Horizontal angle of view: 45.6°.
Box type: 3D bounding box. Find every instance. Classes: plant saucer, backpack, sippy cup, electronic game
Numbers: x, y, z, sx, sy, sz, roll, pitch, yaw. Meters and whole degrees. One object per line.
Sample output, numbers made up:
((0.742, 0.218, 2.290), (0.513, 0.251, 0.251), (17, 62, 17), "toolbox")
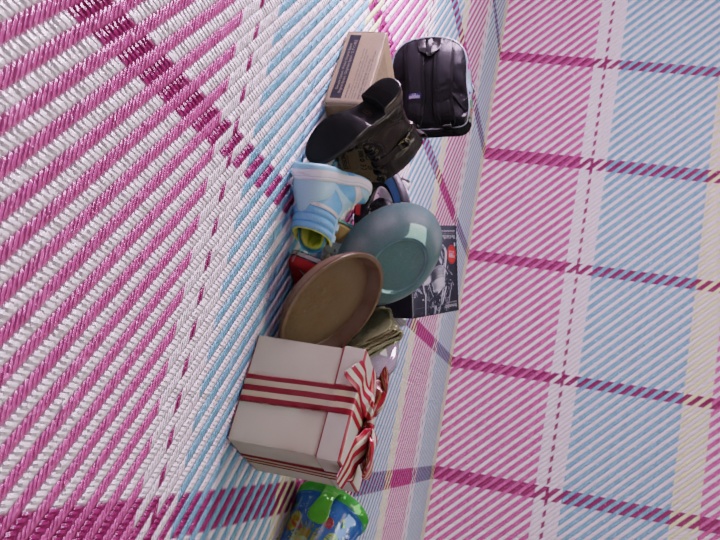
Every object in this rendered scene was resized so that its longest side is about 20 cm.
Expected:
((-0.048, 0.053, 1.294), (0.200, 0.029, 0.200), (-32, 143, -27), "plant saucer")
((0.147, -0.375, 1.771), (0.151, 0.177, 0.201), (-2, 89, -79), "backpack")
((0.056, -0.016, 1.425), (0.039, 0.200, 0.201), (-128, -151, -49), "plant saucer")
((-0.073, 0.450, 1.453), (0.178, 0.139, 0.130), (60, 44, -28), "sippy cup")
((0.036, -0.091, 1.548), (0.200, 0.042, 0.201), (13, -76, 63), "electronic game")

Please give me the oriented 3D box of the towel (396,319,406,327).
((0.065, -0.003, 1.803), (0.200, 0.032, 0.191), (45, 52, -47), "towel")

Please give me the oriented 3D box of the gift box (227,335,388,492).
((-0.065, 0.206, 1.202), (0.200, 0.186, 0.185), (69, 31, -65), "gift box")

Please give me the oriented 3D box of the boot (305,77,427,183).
((0.018, -0.193, 1.356), (0.200, 0.069, 0.174), (-38, 148, -7), "boot")

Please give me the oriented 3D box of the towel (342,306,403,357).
((-0.004, 0.117, 1.433), (0.200, 0.148, 0.037), (-120, -176, -79), "towel")

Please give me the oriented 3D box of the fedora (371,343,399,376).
((0.014, 0.148, 1.601), (0.200, 0.090, 0.177), (-20, 102, -64), "fedora")

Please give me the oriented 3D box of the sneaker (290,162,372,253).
((-0.048, -0.089, 1.313), (0.200, 0.079, 0.131), (7, 89, -62), "sneaker")

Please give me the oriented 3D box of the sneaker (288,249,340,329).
((-0.073, 0.047, 1.329), (0.085, 0.077, 0.200), (-58, 152, -28), "sneaker")

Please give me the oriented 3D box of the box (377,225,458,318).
((0.110, 0.000, 1.748), (0.200, 0.104, 0.183), (-6, 95, -56), "box")

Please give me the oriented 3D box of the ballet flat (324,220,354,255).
((-0.033, -0.053, 1.449), (0.063, 0.068, 0.200), (-68, 165, 2), "ballet flat")

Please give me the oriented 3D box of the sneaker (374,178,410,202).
((0.053, -0.147, 1.704), (0.200, 0.075, 0.081), (-67, 178, -73), "sneaker")

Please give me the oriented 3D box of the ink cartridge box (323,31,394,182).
((0.007, -0.276, 1.458), (0.200, 0.075, 0.165), (75, 25, -55), "ink cartridge box")
